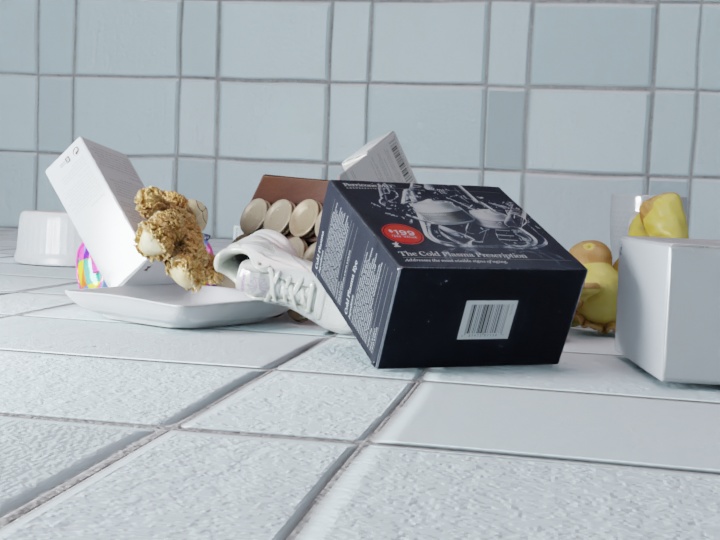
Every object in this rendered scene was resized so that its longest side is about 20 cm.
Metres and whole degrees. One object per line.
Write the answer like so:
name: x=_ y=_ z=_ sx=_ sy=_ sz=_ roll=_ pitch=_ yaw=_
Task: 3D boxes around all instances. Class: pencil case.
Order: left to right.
pencil case: x=-0.286 y=-0.004 z=1.499 sx=0.198 sy=0.090 sz=0.088 roll=-4 pitch=7 yaw=-39

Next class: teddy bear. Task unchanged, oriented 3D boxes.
teddy bear: x=-0.212 y=-0.042 z=1.299 sx=0.145 sy=0.067 sz=0.200 roll=44 pitch=8 yaw=1

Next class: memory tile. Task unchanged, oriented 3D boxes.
memory tile: x=-0.099 y=-0.016 z=1.357 sx=0.198 sy=0.156 sz=0.017 roll=6 pitch=-17 yaw=46

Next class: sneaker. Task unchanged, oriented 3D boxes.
sneaker: x=-0.078 y=0.022 z=1.209 sx=0.198 sy=0.076 sz=0.099 roll=27 pitch=28 yaw=33

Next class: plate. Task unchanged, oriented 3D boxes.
plate: x=-0.204 y=0.040 z=1.268 sx=0.198 sy=0.033 sz=0.198 roll=5 pitch=4 yaw=37

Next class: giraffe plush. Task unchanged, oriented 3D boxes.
giraffe plush: x=0.314 y=0.016 z=1.323 sx=0.159 sy=0.175 sz=0.201 roll=-8 pitch=39 yaw=0

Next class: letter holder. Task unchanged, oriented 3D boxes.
letter holder: x=-0.063 y=-0.032 z=1.416 sx=0.198 sy=0.144 sz=0.100 roll=10 pitch=-22 yaw=46

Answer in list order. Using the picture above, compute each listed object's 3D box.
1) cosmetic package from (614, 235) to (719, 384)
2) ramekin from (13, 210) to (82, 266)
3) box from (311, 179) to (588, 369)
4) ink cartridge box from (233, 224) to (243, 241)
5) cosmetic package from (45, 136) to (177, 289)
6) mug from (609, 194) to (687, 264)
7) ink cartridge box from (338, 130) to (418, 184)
cosmetic package: x=0.353 y=0.035 z=1.019 sx=0.196 sy=0.125 sz=0.199 roll=4 pitch=4 yaw=2
ramekin: x=-0.561 y=-0.064 z=2.109 sx=0.197 sy=0.100 sz=0.200 roll=2 pitch=3 yaw=0
box: x=0.078 y=0.000 z=1.047 sx=0.197 sy=0.106 sz=0.182 roll=1 pitch=27 yaw=-25
ink cartridge box: x=-0.139 y=-0.014 z=1.628 sx=0.039 sy=0.101 sz=0.199 roll=2 pitch=4 yaw=-27
cosmetic package: x=-0.305 y=-0.063 z=1.395 sx=0.071 sy=0.201 sz=0.101 roll=-40 pitch=-23 yaw=14
mug: x=0.548 y=-0.056 z=2.127 sx=0.145 sy=0.179 sz=0.199 roll=4 pitch=4 yaw=26
ink cartridge box: x=0.035 y=-0.045 z=1.307 sx=0.043 sy=0.202 sz=0.174 roll=-18 pitch=14 yaw=32
